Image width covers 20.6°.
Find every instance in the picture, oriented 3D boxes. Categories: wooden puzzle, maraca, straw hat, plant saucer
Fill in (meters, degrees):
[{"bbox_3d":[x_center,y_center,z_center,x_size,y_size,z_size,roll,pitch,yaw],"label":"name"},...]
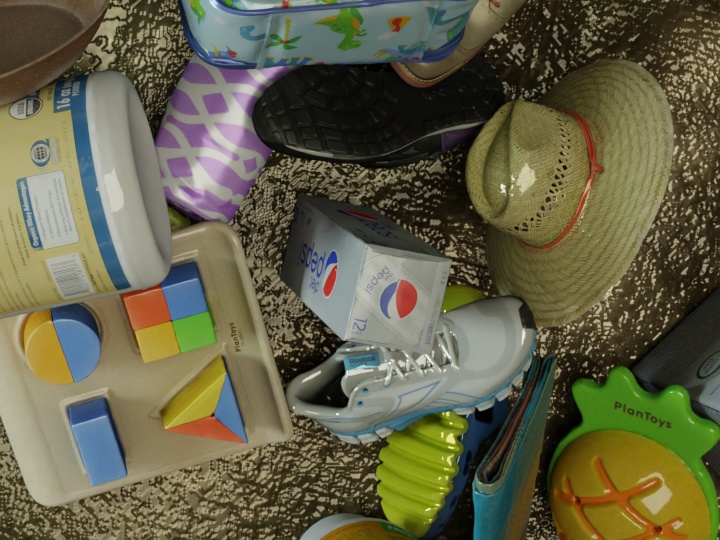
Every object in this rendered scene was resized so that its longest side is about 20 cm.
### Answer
[{"bbox_3d":[-0.161,0.074,1.385,0.199,0.046,0.186,-14,119,0],"label":"wooden puzzle"},{"bbox_3d":[0.205,0.158,1.481,0.137,0.107,0.200,16,128,19],"label":"maraca"},{"bbox_3d":[0.121,-0.068,1.381,0.085,0.201,0.202,21,95,-33],"label":"straw hat"},{"bbox_3d":[-0.254,-0.148,1.288,0.200,0.200,0.037,-19,123,-10],"label":"plant saucer"}]

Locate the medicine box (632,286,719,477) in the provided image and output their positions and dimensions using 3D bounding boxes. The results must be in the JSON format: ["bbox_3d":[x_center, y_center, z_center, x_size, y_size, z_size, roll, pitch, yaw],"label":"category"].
[{"bbox_3d":[0.327,0.121,1.469,0.103,0.200,0.182,-43,107,-8],"label":"medicine box"}]

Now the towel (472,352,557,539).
[{"bbox_3d":[0.102,0.175,1.426,0.022,0.147,0.200,17,133,14],"label":"towel"}]

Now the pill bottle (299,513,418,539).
[{"bbox_3d":[0.011,0.242,1.416,0.111,0.200,0.111,-3,101,-14],"label":"pill bottle"}]

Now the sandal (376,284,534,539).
[{"bbox_3d":[0.076,0.111,1.477,0.087,0.079,0.201,7,109,-43],"label":"sandal"}]

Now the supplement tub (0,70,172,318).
[{"bbox_3d":[-0.234,-0.042,1.287,0.199,0.145,0.145,-12,103,2],"label":"supplement tub"}]

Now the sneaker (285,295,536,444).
[{"bbox_3d":[0.032,0.070,1.398,0.200,0.075,0.087,-28,153,30],"label":"sneaker"}]

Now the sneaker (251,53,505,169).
[{"bbox_3d":[0.005,-0.095,1.386,0.200,0.088,0.076,-9,66,-34],"label":"sneaker"}]

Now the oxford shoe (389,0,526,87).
[{"bbox_3d":[0.090,-0.207,1.380,0.070,0.075,0.200,46,61,-14],"label":"oxford shoe"}]

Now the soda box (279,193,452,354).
[{"bbox_3d":[0.000,0.000,1.368,0.063,0.200,0.068,10,98,-17],"label":"soda box"}]

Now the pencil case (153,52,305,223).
[{"bbox_3d":[-0.082,-0.129,1.385,0.084,0.086,0.200,31,92,-4],"label":"pencil case"}]

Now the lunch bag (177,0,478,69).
[{"bbox_3d":[-0.025,-0.215,1.302,0.199,0.083,0.161,-7,63,-18],"label":"lunch bag"}]

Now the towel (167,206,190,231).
[{"bbox_3d":[-0.222,-0.054,1.381,0.200,0.018,0.086,34,95,-16],"label":"towel"}]
